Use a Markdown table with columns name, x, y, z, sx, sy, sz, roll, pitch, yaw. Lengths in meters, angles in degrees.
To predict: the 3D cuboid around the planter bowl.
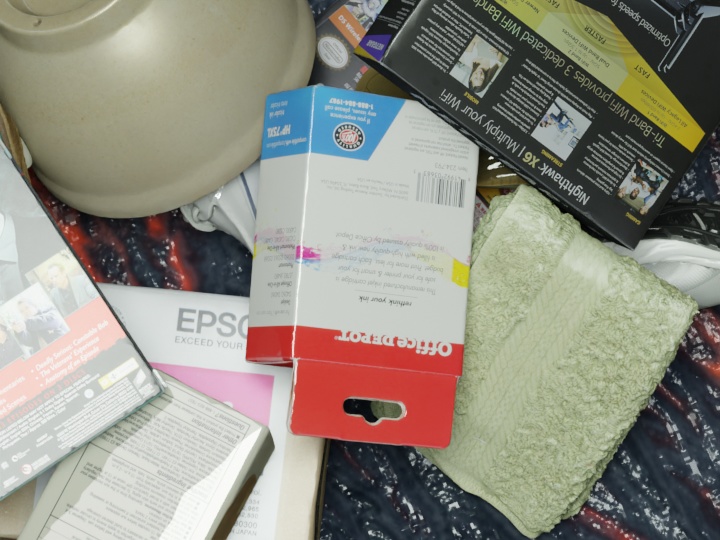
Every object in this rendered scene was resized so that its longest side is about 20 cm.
| name | x | y | z | sx | sy | sz | roll | pitch | yaw |
| --- | --- | --- | --- | --- | --- | --- | --- | --- | --- |
| planter bowl | -0.145 | -0.151 | 1.630 | 0.200 | 0.135 | 0.201 | -14 | 53 | 19 |

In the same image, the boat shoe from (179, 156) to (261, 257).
| name | x | y | z | sx | sy | sz | roll | pitch | yaw |
| --- | --- | --- | --- | --- | --- | --- | --- | --- | --- |
| boat shoe | -0.087 | -0.054 | 1.677 | 0.065 | 0.074 | 0.200 | -28 | 56 | 1 |

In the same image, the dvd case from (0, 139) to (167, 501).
| name | x | y | z | sx | sy | sz | roll | pitch | yaw |
| --- | --- | --- | --- | --- | --- | --- | --- | --- | --- |
| dvd case | -0.224 | 0.025 | 1.541 | 0.146 | 0.022 | 0.200 | -34 | 89 | -9 |

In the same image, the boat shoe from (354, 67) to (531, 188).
| name | x | y | z | sx | sy | sz | roll | pitch | yaw |
| --- | --- | --- | --- | --- | --- | --- | --- | --- | --- |
| boat shoe | 0.094 | -0.083 | 1.675 | 0.200 | 0.063 | 0.073 | 9 | 89 | 10 |

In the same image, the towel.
| name | x | y | z | sx | sy | sz | roll | pitch | yaw |
| --- | --- | --- | --- | --- | --- | --- | --- | --- | --- |
| towel | 0.103 | 0.058 | 1.632 | 0.148 | 0.036 | 0.200 | 34 | 122 | 5 |

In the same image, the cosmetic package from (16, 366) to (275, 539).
| name | x | y | z | sx | sy | sz | roll | pitch | yaw |
| --- | --- | --- | --- | --- | --- | --- | --- | --- | --- |
| cosmetic package | -0.139 | 0.161 | 1.573 | 0.105 | 0.071 | 0.200 | 28 | 79 | 8 |

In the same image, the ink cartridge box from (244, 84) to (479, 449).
| name | x | y | z | sx | sy | sz | roll | pitch | yaw |
| --- | --- | --- | --- | --- | --- | --- | --- | --- | --- |
| ink cartridge box | 0.000 | 0.000 | 1.591 | 0.116 | 0.067 | 0.201 | 8 | 85 | -28 |

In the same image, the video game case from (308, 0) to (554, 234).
| name | x | y | z | sx | sy | sz | roll | pitch | yaw |
| --- | --- | --- | --- | --- | --- | --- | --- | --- | --- |
| video game case | 0.051 | -0.097 | 1.714 | 0.181 | 0.026 | 0.200 | -40 | 81 | -4 |

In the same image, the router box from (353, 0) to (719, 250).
| name | x | y | z | sx | sy | sz | roll | pitch | yaw |
| --- | --- | --- | --- | --- | --- | --- | --- | --- | --- |
| router box | 0.121 | -0.132 | 1.572 | 0.200 | 0.052 | 0.157 | 36 | 88 | -21 |

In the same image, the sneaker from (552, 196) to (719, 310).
| name | x | y | z | sx | sy | sz | roll | pitch | yaw |
| --- | --- | --- | --- | --- | --- | --- | --- | --- | --- |
| sneaker | 0.182 | 0.002 | 1.679 | 0.199 | 0.074 | 0.080 | 1 | 116 | -6 |

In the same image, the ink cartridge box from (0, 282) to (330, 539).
| name | x | y | z | sx | sy | sz | roll | pitch | yaw |
| --- | --- | --- | --- | --- | --- | --- | --- | --- | --- |
| ink cartridge box | -0.117 | 0.095 | 1.664 | 0.199 | 0.075 | 0.165 | 5 | 82 | 3 |

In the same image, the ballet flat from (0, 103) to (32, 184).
| name | x | y | z | sx | sy | sz | roll | pitch | yaw |
| --- | --- | --- | --- | --- | --- | --- | --- | --- | --- |
| ballet flat | -0.212 | -0.034 | 1.608 | 0.068 | 0.072 | 0.201 | -17 | 94 | 21 |
